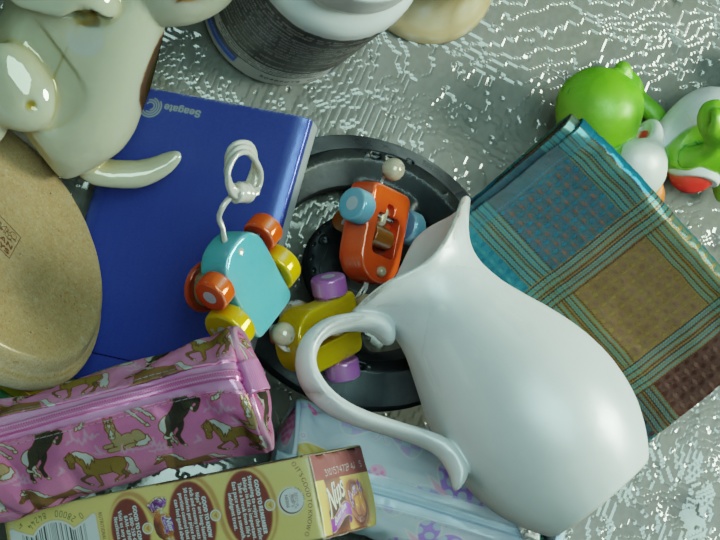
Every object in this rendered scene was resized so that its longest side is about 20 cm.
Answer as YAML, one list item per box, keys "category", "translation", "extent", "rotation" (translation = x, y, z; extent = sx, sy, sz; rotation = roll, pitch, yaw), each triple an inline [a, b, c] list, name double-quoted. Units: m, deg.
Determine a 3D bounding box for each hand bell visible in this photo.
- category: "hand bell"
  translation: [0.075, -0.223, 1.697]
  extent: [0.104, 0.200, 0.104]
  rotation: [3, 80, -18]

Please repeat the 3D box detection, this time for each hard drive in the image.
- category: "hard drive"
  translation: [-0.117, -0.014, 1.664]
  extent: [0.132, 0.025, 0.200]
  rotation: [11, 76, 17]

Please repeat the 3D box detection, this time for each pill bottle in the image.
- category: "pill bottle"
  translation: [-0.025, -0.194, 1.660]
  extent: [0.114, 0.200, 0.114]
  rotation: [3, 81, -17]

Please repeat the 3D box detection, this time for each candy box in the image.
- category: "candy box"
  translation: [-0.102, 0.153, 1.579]
  extent: [0.200, 0.117, 0.056]
  rotation: [-14, 85, 16]

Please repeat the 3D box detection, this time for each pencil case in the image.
- category: "pencil case"
  translation: [-0.148, 0.092, 1.522]
  extent: [0.200, 0.087, 0.083]
  rotation: [-14, 111, 2]
- category: "pencil case"
  translation: [0.036, 0.145, 1.680]
  extent: [0.200, 0.091, 0.083]
  rotation: [15, 112, -9]

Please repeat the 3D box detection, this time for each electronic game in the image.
- category: "electronic game"
  translation: [0.000, 0.000, 1.707]
  extent: [0.200, 0.042, 0.200]
  rotation: [7, 63, -13]

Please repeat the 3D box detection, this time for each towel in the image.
- category: "towel"
  translation: [0.153, 0.013, 1.664]
  extent: [0.147, 0.022, 0.200]
  rotation: [-41, 96, 23]

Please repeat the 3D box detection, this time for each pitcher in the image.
- category: "pitcher"
  translation: [0.069, 0.079, 1.600]
  extent: [0.172, 0.121, 0.200]
  rotation: [-39, 89, -26]

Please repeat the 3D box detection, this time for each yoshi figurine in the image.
- category: "yoshi figurine"
  translation: [0.216, -0.109, 1.781]
  extent: [0.200, 0.112, 0.112]
  rotation: [-18, 71, -17]

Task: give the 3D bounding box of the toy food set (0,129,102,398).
- category: "toy food set"
  translation: [-0.236, -0.012, 1.581]
  extent: [0.200, 0.049, 0.198]
  rotation: [39, 36, -35]

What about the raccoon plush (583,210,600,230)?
- category: "raccoon plush"
  translation: [0.155, 0.041, 1.715]
  extent: [0.097, 0.134, 0.200]
  rotation: [3, 81, -18]

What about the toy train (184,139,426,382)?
- category: "toy train"
  translation: [-0.043, -0.010, 1.616]
  extent: [0.200, 0.056, 0.150]
  rotation: [16, 80, -51]

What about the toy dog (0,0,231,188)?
- category: "toy dog"
  translation: [-0.156, -0.161, 1.597]
  extent: [0.194, 0.140, 0.200]
  rotation: [45, 106, -3]
